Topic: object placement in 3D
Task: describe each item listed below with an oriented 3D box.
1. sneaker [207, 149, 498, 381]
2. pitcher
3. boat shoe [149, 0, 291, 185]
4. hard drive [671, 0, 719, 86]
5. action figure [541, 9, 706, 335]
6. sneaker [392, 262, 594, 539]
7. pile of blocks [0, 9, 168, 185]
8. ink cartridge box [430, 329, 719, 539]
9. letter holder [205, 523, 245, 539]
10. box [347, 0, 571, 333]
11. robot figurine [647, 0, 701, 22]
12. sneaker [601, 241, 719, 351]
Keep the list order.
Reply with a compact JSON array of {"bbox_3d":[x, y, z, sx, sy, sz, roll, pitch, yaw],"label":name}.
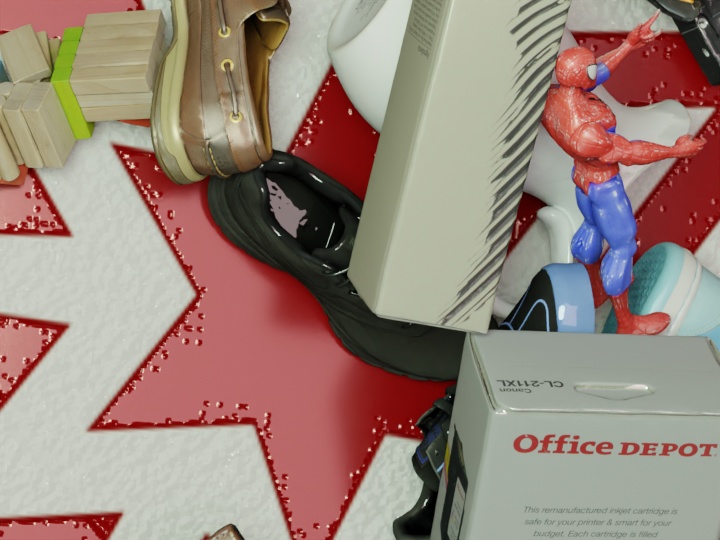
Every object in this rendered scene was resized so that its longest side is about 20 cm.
[{"bbox_3d":[0.000,0.000,1.359,0.200,0.091,0.076,34,81,-11],"label":"sneaker"},{"bbox_3d":[0.070,-0.082,1.364,0.200,0.121,0.172,35,76,-19],"label":"pitcher"},{"bbox_3d":[-0.070,-0.145,1.339,0.067,0.072,0.201,-2,70,19],"label":"boat shoe"},{"bbox_3d":[0.226,-0.233,1.445,0.140,0.038,0.200,-32,95,-12],"label":"hard drive"},{"bbox_3d":[0.154,-0.059,1.302,0.099,0.065,0.200,-31,136,-9],"label":"action figure"},{"bbox_3d":[0.076,0.085,1.353,0.078,0.070,0.201,8,113,-16],"label":"sneaker"},{"bbox_3d":[-0.197,-0.085,1.344,0.199,0.082,0.062,-20,135,-3],"label":"pile of blocks"},{"bbox_3d":[0.120,0.136,1.306,0.145,0.083,0.201,2,121,-10],"label":"ink cartridge box"},{"bbox_3d":[-0.071,0.268,1.300,0.142,0.101,0.200,-33,77,-9],"label":"letter holder"},{"bbox_3d":[0.052,-0.074,1.265,0.068,0.082,0.201,10,105,-14],"label":"box"},{"bbox_3d":[0.191,-0.248,1.389,0.145,0.058,0.200,-32,94,-10],"label":"robot figurine"},{"bbox_3d":[0.191,0.098,1.405,0.130,0.080,0.200,27,89,-15],"label":"sneaker"}]
